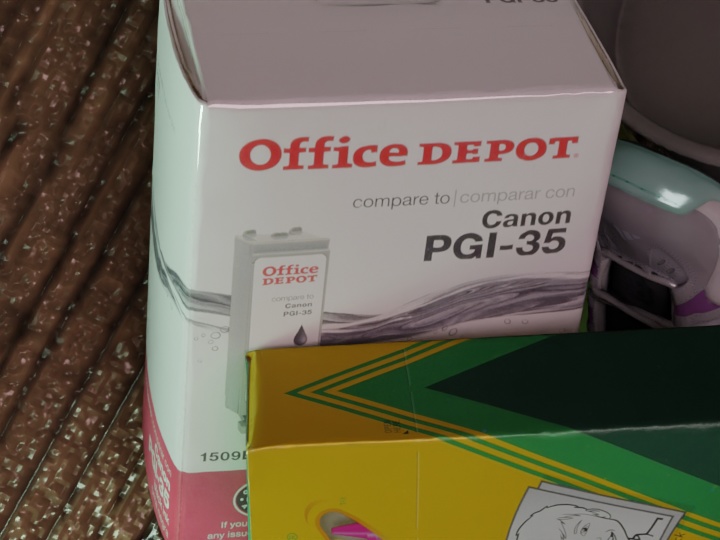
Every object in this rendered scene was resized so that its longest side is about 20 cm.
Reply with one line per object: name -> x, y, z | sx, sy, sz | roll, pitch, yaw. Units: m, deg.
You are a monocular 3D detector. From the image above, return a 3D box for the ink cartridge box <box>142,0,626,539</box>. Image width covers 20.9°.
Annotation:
ink cartridge box -> 0.000, 0.000, 0.694 | 0.146, 0.083, 0.200 | -3, 127, -13

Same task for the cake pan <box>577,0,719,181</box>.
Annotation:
cake pan -> 0.179, -0.109, 0.744 | 0.200, 0.200, 0.037 | -37, 141, -5

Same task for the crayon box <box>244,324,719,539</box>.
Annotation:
crayon box -> 0.047, 0.117, 0.692 | 0.172, 0.058, 0.200 | -4, 126, -4

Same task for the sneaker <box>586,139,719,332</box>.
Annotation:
sneaker -> 0.106, 0.049, 0.737 | 0.140, 0.078, 0.200 | -53, 141, -10

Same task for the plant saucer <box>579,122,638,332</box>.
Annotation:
plant saucer -> 0.031, 0.005, 0.799 | 0.200, 0.031, 0.200 | -3, 103, -14
